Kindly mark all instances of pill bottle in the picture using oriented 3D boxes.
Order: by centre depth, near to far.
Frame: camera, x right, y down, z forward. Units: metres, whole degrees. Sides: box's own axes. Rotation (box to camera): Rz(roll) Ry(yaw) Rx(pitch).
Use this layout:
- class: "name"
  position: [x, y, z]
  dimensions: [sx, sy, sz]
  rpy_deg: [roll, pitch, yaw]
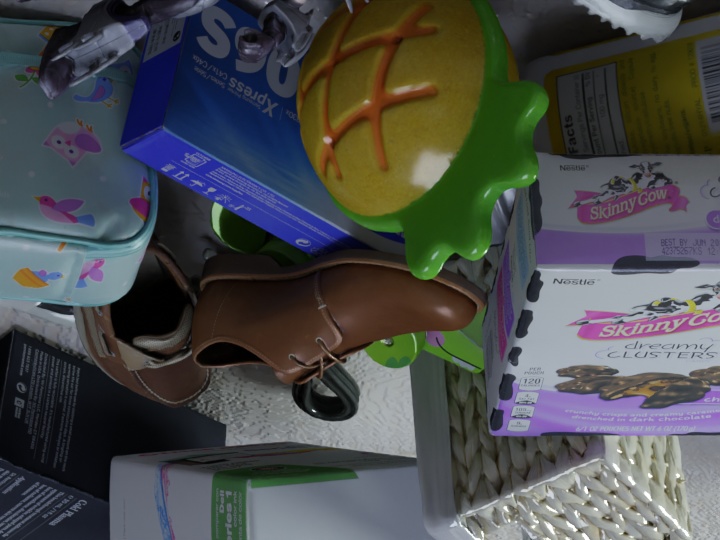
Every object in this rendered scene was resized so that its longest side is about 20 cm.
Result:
- class: "pill bottle"
  position: [0.149, -0.073, 1.213]
  dimensions: [0.199, 0.112, 0.111]
  rpy_deg: [-12, 141, 19]

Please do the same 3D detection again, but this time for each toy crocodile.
- class: "toy crocodile"
  position: [0.000, 0.000, 1.319]
  dimensions: [0.199, 0.068, 0.062]
  rpy_deg: [28, 128, 13]

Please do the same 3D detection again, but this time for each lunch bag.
- class: "lunch bag"
  position: [-0.211, -0.069, 1.201]
  dimensions: [0.199, 0.161, 0.077]
  rpy_deg: [7, 149, -17]

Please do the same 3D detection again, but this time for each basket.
- class: "basket"
  position: [0.115, 0.086, 1.362]
  dimensions: [0.123, 0.201, 0.136]
  rpy_deg: [-26, 136, 23]

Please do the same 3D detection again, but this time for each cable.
- class: "cable"
  position: [-0.037, 0.040, 1.443]
  dimensions: [0.097, 0.051, 0.200]
  rpy_deg: [-12, 151, 24]

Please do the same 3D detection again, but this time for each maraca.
- class: "maraca"
  position: [0.033, -0.078, 1.143]
  dimensions: [0.107, 0.200, 0.137]
  rpy_deg: [18, 112, -34]

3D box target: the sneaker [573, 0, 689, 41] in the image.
- class: "sneaker"
  position: [0.100, -0.194, 1.085]
  dimensions: [0.199, 0.070, 0.100]
  rpy_deg: [19, 133, -26]

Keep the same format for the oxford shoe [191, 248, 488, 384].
- class: "oxford shoe"
  position: [-0.014, 0.031, 1.241]
  dimensions: [0.199, 0.072, 0.071]
  rpy_deg: [-5, 150, 40]

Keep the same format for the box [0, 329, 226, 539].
- class: "box"
  position: [-0.225, 0.157, 1.546]
  dimensions: [0.182, 0.105, 0.200]
  rpy_deg: [28, 136, -29]

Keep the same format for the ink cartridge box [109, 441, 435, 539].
- class: "ink cartridge box"
  position: [-0.056, 0.159, 1.405]
  dimensions: [0.144, 0.084, 0.200]
  rpy_deg: [-2, -179, -31]

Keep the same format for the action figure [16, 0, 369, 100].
- class: "action figure"
  position: [-0.081, -0.158, 1.128]
  dimensions: [0.199, 0.069, 0.131]
  rpy_deg: [-19, 105, 24]

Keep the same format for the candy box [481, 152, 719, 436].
- class: "candy box"
  position: [0.159, 0.017, 1.185]
  dimensions: [0.167, 0.072, 0.200]
  rpy_deg: [0, 151, -4]

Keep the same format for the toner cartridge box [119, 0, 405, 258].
- class: "toner cartridge box"
  position: [-0.035, -0.069, 1.235]
  dimensions: [0.200, 0.095, 0.043]
  rpy_deg: [28, 149, -32]

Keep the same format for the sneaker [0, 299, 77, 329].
- class: "sneaker"
  position: [-0.229, -0.025, 1.339]
  dimensions: [0.199, 0.070, 0.100]
  rpy_deg: [5, 139, -14]

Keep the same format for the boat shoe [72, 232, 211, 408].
- class: "boat shoe"
  position: [-0.130, 0.029, 1.323]
  dimensions: [0.076, 0.072, 0.200]
  rpy_deg: [-37, 144, -9]
